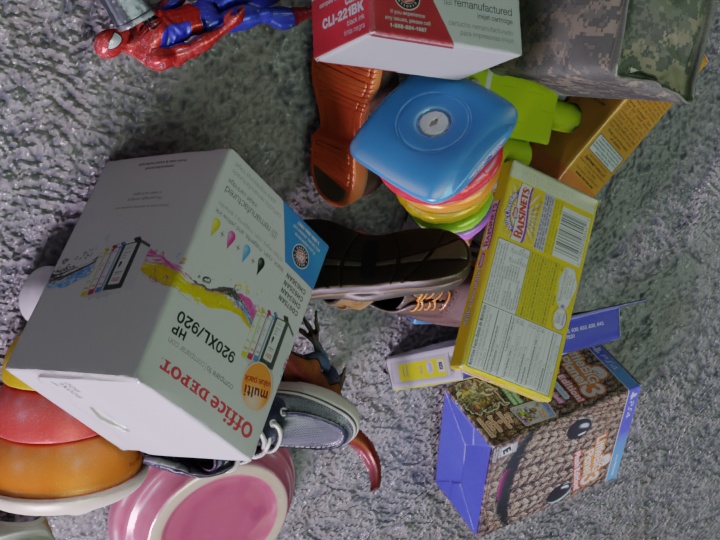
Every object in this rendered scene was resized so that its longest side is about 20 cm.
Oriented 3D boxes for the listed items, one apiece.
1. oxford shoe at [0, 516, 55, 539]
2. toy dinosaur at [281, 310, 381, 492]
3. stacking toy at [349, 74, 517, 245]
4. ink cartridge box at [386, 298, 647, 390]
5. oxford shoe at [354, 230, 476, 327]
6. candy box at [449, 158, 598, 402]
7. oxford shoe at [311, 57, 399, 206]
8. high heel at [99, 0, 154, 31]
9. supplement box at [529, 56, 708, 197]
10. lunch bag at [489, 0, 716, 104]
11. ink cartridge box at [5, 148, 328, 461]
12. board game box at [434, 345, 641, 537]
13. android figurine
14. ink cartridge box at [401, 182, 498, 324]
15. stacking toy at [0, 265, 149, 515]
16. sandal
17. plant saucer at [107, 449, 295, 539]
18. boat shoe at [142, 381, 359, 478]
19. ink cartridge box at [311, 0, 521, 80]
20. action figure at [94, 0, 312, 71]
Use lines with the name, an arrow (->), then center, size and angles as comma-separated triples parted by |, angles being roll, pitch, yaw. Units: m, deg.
oxford shoe -> -0.367, 0.242, 1.039 | 0.200, 0.075, 0.058 | 4, 75, -26
toy dinosaur -> -0.040, 0.096, 1.102 | 0.105, 0.200, 0.182 | -52, 166, -15
stacking toy -> 0.076, -0.067, 1.019 | 0.116, 0.110, 0.200 | -48, 152, -18
ink cartridge box -> 0.157, 0.077, 1.190 | 0.198, 0.200, 0.047 | -11, 88, -27
oxford shoe -> 0.057, 0.023, 1.086 | 0.200, 0.073, 0.071 | 14, 112, -8
candy box -> 0.151, 0.010, 1.068 | 0.102, 0.026, 0.200 | 22, 75, -21
oxford shoe -> 0.004, -0.156, 1.018 | 0.073, 0.071, 0.200 | -24, 137, -40
high heel -> -0.136, -0.286, 0.853 | 0.200, 0.071, 0.143 | -39, 116, -18
supplement box -> 0.255, -0.161, 1.179 | 0.200, 0.067, 0.069 | -51, 132, 5
lunch bag -> 0.215, -0.251, 0.996 | 0.118, 0.164, 0.200 | 10, 93, -34
ink cartridge box -> -0.146, 0.030, 0.927 | 0.147, 0.145, 0.200 | 46, 54, -43
board game box -> 0.197, 0.185, 1.327 | 0.200, 0.097, 0.160 | -19, 135, -22
android figurine -> 0.133, -0.186, 1.081 | 0.200, 0.041, 0.182 | 8, 97, -37
ink cartridge box -> 0.110, -0.048, 1.154 | 0.116, 0.067, 0.200 | 1, 118, -32
stacking toy -> -0.256, 0.093, 0.991 | 0.146, 0.146, 0.200 | -7, 103, -30
sandal -> 0.000, 0.000, 1.007 | 0.200, 0.082, 0.055 | -1, 141, 17
plant saucer -> -0.151, 0.243, 1.180 | 0.200, 0.051, 0.201 | -16, 125, -24
boat shoe -> -0.099, 0.146, 1.030 | 0.200, 0.093, 0.075 | 9, 128, -7
ink cartridge box -> 0.040, -0.259, 0.901 | 0.144, 0.084, 0.200 | 1, 83, -34
action figure -> -0.113, -0.202, 0.916 | 0.200, 0.065, 0.052 | -24, 151, -20
